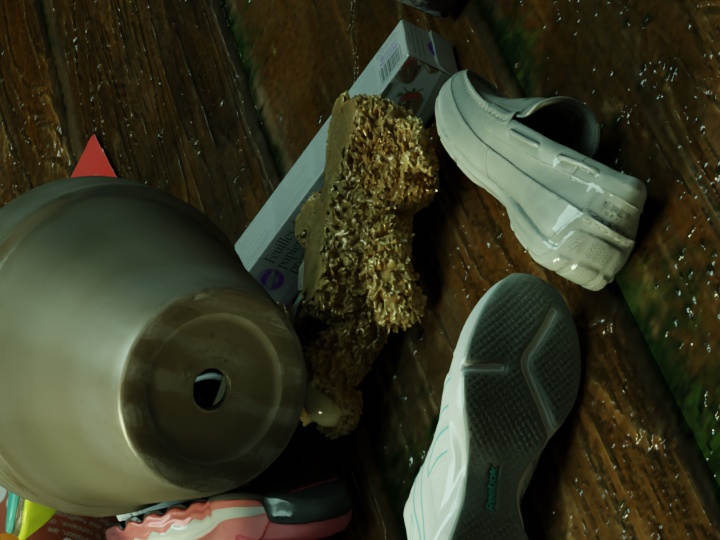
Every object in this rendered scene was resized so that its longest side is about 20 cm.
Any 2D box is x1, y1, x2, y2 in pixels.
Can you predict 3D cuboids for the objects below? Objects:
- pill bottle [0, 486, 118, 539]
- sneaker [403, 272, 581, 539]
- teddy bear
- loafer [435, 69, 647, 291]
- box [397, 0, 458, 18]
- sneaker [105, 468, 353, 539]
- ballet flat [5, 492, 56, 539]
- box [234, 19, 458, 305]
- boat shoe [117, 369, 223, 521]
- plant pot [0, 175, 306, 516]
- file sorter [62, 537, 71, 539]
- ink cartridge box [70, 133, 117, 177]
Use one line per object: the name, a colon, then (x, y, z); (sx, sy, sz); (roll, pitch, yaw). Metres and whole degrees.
pill bottle: (-0.205, 0.186, 1.931); (0.112, 0.112, 0.201); (-38, 37, 47)
sneaker: (0.056, 0.097, 1.524); (0.080, 0.070, 0.201); (-20, 52, 62)
teddy bear: (0.000, 0.000, 1.744); (0.145, 0.066, 0.201); (156, 126, -69)
loafer: (0.097, -0.061, 1.582); (0.070, 0.070, 0.200); (-56, 34, 13)
box: (0.007, -0.290, 1.833); (0.165, 0.165, 0.200); (-58, 26, 21)
sneaker: (-0.066, 0.169, 1.739); (0.200, 0.073, 0.087); (-19, 85, 49)
ballet flat: (-0.184, 0.079, 1.899); (0.067, 0.067, 0.201); (111, 163, -55)
box: (-0.010, -0.064, 1.831); (0.200, 0.039, 0.042); (-53, 27, 29)
boat shoe: (-0.111, 0.079, 1.894); (0.068, 0.072, 0.201); (-20, 36, 25)
plant pot: (-0.120, 0.055, 1.711); (0.173, 0.199, 0.201); (16, 84, 59)
file sorter: (-0.188, 0.286, 1.725); (0.201, 0.138, 0.124); (-59, -13, 19)
ink cartridge box: (-0.247, 0.003, 2.252); (0.201, 0.050, 0.161); (-63, 25, 14)
